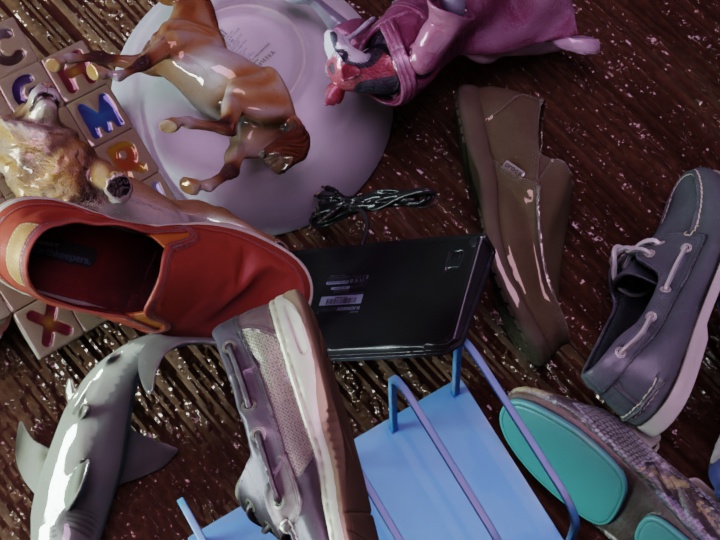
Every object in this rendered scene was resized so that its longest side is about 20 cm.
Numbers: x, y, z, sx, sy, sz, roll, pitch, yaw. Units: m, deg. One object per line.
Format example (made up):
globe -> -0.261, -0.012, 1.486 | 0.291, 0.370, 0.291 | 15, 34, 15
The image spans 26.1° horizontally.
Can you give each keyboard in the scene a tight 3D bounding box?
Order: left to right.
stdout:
keyboard -> 0.000, 0.000, 0.956 | 0.198, 0.021, 0.129 | -4, 59, 41

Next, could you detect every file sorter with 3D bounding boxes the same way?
file sorter -> 0.012, 0.151, 0.893 | 0.198, 0.123, 0.140 | -29, 69, -11

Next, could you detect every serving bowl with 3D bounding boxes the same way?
serving bowl -> -0.076, -0.127, 1.049 | 0.197, 0.066, 0.203 | -1, 65, 2

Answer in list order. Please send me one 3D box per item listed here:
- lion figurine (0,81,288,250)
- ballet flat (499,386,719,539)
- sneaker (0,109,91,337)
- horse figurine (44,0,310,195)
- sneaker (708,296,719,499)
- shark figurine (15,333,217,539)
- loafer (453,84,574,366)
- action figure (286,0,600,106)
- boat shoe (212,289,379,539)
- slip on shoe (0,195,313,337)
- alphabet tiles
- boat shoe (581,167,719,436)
lion figurine -> -0.136, -0.036, 0.961 | 0.199, 0.122, 0.073 | 33, 92, -28
ballet flat -> 0.172, 0.135, 0.933 | 0.200, 0.072, 0.072 | 42, 74, 18
sneaker -> -0.234, -0.017, 1.008 | 0.199, 0.075, 0.105 | -35, 88, -24
horse figurine -> -0.098, -0.114, 0.967 | 0.199, 0.050, 0.132 | 39, 41, 23
sneaker -> 0.242, 0.050, 0.939 | 0.088, 0.075, 0.201 | 39, 56, -5
shark figurine -> -0.138, 0.097, 0.935 | 0.089, 0.216, 0.129 | 13, 29, -35
loafer -> 0.107, -0.038, 0.997 | 0.066, 0.076, 0.202 | -13, 66, 3
action figure -> 0.042, -0.156, 1.017 | 0.133, 0.150, 0.200 | 3, 39, 49
boat shoe -> -0.034, 0.110, 0.811 | 0.064, 0.072, 0.202 | -17, 69, 8
slip on shoe -> -0.114, 0.005, 0.879 | 0.198, 0.061, 0.075 | 13, 98, -29
alphabet tiles -> -0.212, -0.054, 0.980 | 0.165, 0.006, 0.201 | -31, 89, -25
boat shoe -> 0.184, 0.005, 0.958 | 0.061, 0.073, 0.202 | 27, 56, -7
